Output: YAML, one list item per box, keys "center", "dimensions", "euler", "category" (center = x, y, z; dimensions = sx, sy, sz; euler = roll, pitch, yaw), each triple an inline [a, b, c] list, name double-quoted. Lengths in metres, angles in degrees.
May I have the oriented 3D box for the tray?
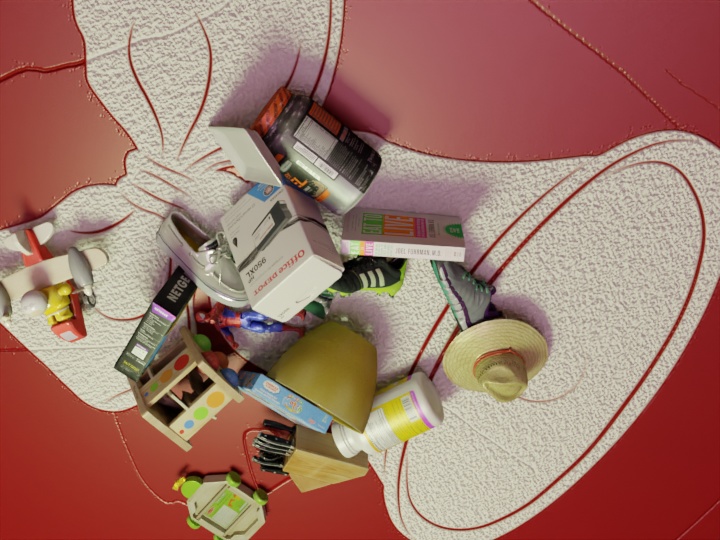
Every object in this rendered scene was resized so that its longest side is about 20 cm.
- center: [-0.177, -0.186, 1.412]
  dimensions: [0.022, 0.199, 0.108]
  euler: [-38, 112, -14]
  category: "tray"

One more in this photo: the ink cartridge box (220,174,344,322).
- center: [-0.129, -0.043, 1.456]
  dimensions: [0.144, 0.201, 0.084]
  euler: [-40, 143, 20]
  category: "ink cartridge box"

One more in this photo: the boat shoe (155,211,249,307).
- center: [-0.253, -0.029, 1.521]
  dimensions: [0.202, 0.075, 0.086]
  euler: [43, 129, 7]
  category: "boat shoe"

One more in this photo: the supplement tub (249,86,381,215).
- center: [-0.074, -0.191, 1.427]
  dimensions: [0.199, 0.123, 0.123]
  euler: [37, 113, -14]
  category: "supplement tub"

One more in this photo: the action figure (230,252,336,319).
- center: [-0.136, 0.010, 1.573]
  dimensions: [0.198, 0.055, 0.119]
  euler: [23, 119, -4]
  category: "action figure"

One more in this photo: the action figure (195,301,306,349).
- center: [-0.200, 0.101, 1.598]
  dimensions: [0.197, 0.099, 0.066]
  euler: [5, 116, 3]
  category: "action figure"

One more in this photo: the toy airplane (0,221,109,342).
- center: [-0.546, 0.020, 1.544]
  dimensions: [0.197, 0.142, 0.202]
  euler: [23, 116, -8]
  category: "toy airplane"

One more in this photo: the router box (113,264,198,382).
- center: [-0.335, 0.076, 1.529]
  dimensions: [0.051, 0.201, 0.150]
  euler: [32, 114, -8]
  category: "router box"

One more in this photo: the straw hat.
- center: [0.250, 0.184, 1.592]
  dimensions: [0.198, 0.086, 0.203]
  euler: [-4, 133, -5]
  category: "straw hat"

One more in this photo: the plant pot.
- center: [-0.047, 0.176, 1.589]
  dimensions: [0.199, 0.200, 0.143]
  euler: [34, 78, -14]
  category: "plant pot"

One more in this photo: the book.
- center: [0.069, -0.055, 1.482]
  dimensions: [0.197, 0.134, 0.049]
  euler: [3, 113, 0]
  category: "book"

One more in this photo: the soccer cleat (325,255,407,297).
- center: [0.000, 0.000, 1.513]
  dimensions: [0.198, 0.067, 0.082]
  euler: [1, 112, -45]
  category: "soccer cleat"

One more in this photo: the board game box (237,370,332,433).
- center: [-0.144, 0.233, 1.613]
  dimensions: [0.150, 0.200, 0.037]
  euler: [33, 76, -13]
  category: "board game box"

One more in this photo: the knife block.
- center: [-0.101, 0.335, 1.706]
  dimensions: [0.197, 0.064, 0.177]
  euler: [-17, 129, 12]
  category: "knife block"

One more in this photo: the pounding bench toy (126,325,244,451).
- center: [-0.318, 0.184, 1.619]
  dimensions: [0.156, 0.200, 0.124]
  euler: [-42, 128, -2]
  category: "pounding bench toy"

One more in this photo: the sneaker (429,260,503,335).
- center: [0.182, 0.022, 1.553]
  dimensions: [0.087, 0.075, 0.201]
  euler: [-26, 130, 3]
  category: "sneaker"

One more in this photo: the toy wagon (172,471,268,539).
- center: [-0.286, 0.467, 1.816]
  dimensions: [0.199, 0.040, 0.155]
  euler: [37, 112, -14]
  category: "toy wagon"

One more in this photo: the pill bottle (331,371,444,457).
- center: [0.048, 0.273, 1.666]
  dimensions: [0.198, 0.105, 0.105]
  euler: [-27, 113, 16]
  category: "pill bottle"
